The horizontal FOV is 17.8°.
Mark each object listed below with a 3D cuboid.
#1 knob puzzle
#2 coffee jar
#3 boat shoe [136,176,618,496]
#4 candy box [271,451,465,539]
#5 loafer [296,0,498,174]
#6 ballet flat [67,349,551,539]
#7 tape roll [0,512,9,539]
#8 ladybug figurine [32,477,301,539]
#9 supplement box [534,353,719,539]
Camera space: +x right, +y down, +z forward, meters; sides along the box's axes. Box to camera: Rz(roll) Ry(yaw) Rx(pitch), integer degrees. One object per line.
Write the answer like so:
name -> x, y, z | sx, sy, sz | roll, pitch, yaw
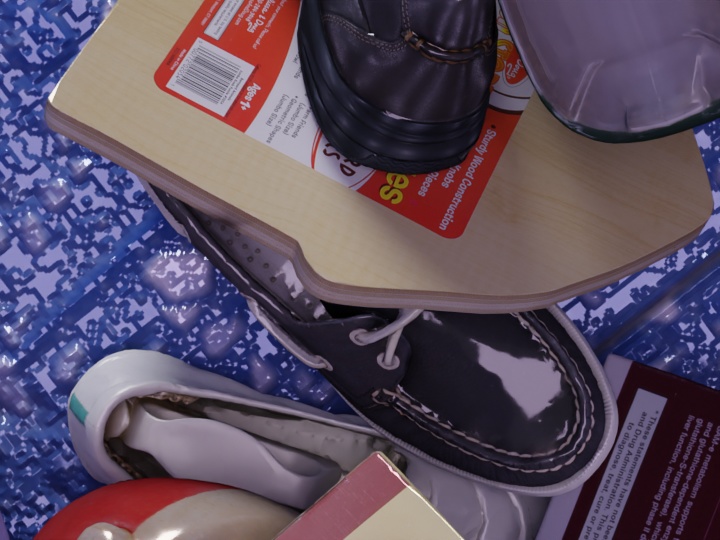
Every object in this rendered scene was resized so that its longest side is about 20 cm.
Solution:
knob puzzle -> 0.021, -0.055, 0.754 | 0.218, 0.031, 0.221 | 11, 50, -13
coffee jar -> 0.117, -0.110, 0.727 | 0.085, 0.200, 0.105 | -16, 95, 32
boat shoe -> 0.000, 0.000, 0.764 | 0.200, 0.060, 0.074 | 44, 92, 14
candy box -> -0.001, 0.156, 0.731 | 0.115, 0.200, 0.055 | -40, 56, -13
loafer -> 0.005, -0.129, 0.737 | 0.072, 0.072, 0.201 | -5, 56, -24
ballet flat -> -0.007, 0.079, 0.795 | 0.198, 0.069, 0.070 | 17, 93, -4
tape roll -> -0.201, 0.041, 0.715 | 0.085, 0.200, 0.200 | -38, 95, 1
ladybug figurine -> -0.063, 0.131, 0.752 | 0.135, 0.201, 0.072 | -37, 55, -18
supplement box -> 0.155, 0.111, 0.740 | 0.199, 0.061, 0.110 | 21, 85, 31
